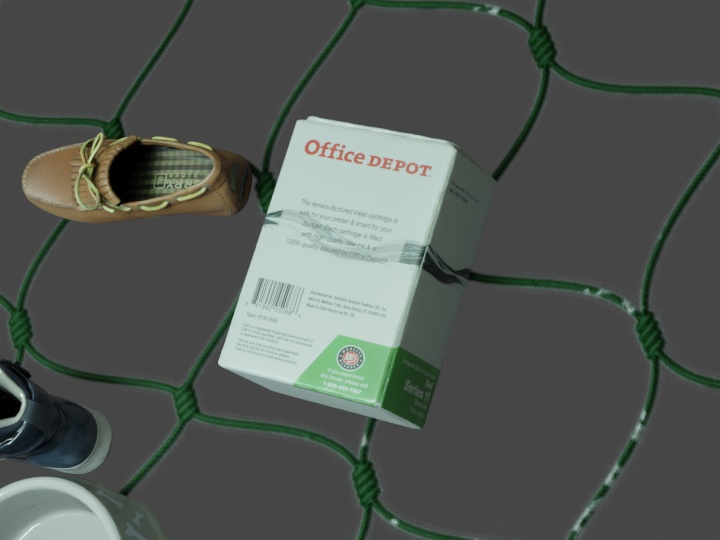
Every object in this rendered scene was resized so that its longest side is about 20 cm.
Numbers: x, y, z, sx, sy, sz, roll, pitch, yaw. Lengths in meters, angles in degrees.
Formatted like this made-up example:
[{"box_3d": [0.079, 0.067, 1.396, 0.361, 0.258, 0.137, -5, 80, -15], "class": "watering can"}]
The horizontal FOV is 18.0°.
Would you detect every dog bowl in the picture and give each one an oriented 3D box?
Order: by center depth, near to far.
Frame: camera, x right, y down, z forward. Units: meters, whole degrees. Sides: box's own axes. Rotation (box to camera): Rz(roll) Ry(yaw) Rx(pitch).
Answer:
[{"box_3d": [-0.240, 0.250, 1.739, 0.199, 0.059, 0.201, -10, 68, 25], "class": "dog bowl"}]

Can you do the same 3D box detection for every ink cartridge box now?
[{"box_3d": [0.000, 0.000, 1.681, 0.146, 0.083, 0.201, 13, 81, 31], "class": "ink cartridge box"}]

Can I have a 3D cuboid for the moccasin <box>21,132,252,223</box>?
[{"box_3d": [-0.187, -0.074, 1.808, 0.201, 0.078, 0.074, 7, 77, 30], "class": "moccasin"}]

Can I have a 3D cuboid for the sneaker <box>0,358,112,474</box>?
[{"box_3d": [-0.315, 0.110, 1.776, 0.202, 0.146, 0.077, 1, 75, 30], "class": "sneaker"}]
